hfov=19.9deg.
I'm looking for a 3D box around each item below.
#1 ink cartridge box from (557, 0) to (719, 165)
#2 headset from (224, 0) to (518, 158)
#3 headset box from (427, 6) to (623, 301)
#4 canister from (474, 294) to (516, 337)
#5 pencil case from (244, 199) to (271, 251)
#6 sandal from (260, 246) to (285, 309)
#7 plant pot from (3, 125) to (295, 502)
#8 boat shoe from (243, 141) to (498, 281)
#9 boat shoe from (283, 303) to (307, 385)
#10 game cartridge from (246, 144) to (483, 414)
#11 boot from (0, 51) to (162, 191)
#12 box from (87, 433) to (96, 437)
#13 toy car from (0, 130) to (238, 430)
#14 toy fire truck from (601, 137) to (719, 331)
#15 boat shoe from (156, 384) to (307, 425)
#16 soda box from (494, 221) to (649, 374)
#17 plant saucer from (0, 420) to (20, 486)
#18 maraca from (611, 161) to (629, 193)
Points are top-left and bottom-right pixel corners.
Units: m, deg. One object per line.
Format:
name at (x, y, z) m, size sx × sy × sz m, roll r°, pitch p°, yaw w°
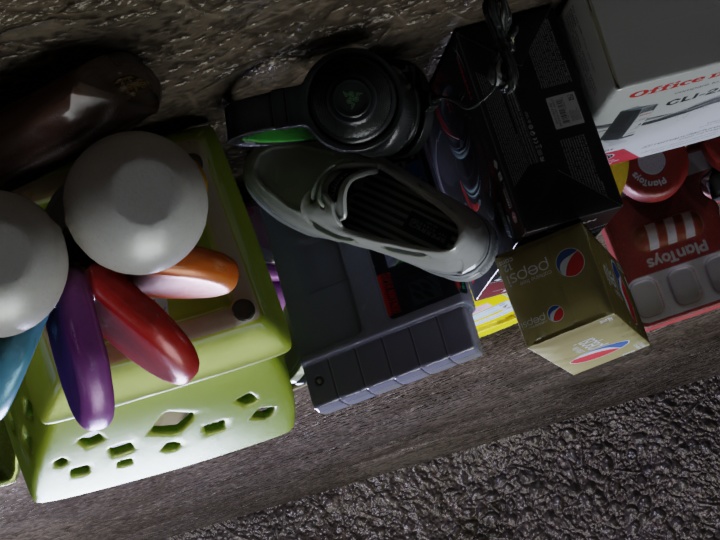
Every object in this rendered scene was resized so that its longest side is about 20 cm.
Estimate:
ink cartridge box at (0.206, -0.145, 1.428) m, size 0.144 × 0.084 × 0.200 m, roll -15°, pitch 167°, yaw -11°
headset at (0.006, -0.121, 1.331) m, size 0.199 × 0.094 × 0.123 m, roll -7°, pitch 178°, yaw 22°
headset box at (0.104, -0.074, 1.441) m, size 0.075 × 0.149 × 0.200 m, roll -15°, pitch 168°, yaw -12°
canister at (0.088, 0.007, 1.929) m, size 0.148 × 0.087 × 0.200 m, roll -22°, pitch 166°, yaw 14°
pencil case at (-0.092, -0.009, 1.592) m, size 0.199 × 0.088 × 0.087 m, roll -18°, pitch 168°, yaw 1°
sandal at (-0.103, 0.017, 1.529) m, size 0.202 × 0.050 × 0.083 m, roll 4°, pitch 119°, yaw -11°
plant pot at (-0.157, 0.021, 1.389) m, size 0.199 × 0.200 × 0.182 m, roll -16°, pitch 161°, yaw -12°
boat shoe at (0.000, -0.053, 1.391) m, size 0.200 × 0.074 × 0.067 m, roll 18°, pitch 173°, yaw 25°
boat shoe at (-0.001, 0.000, 1.507) m, size 0.066 × 0.200 × 0.074 m, roll 29°, pitch 159°, yaw -28°
game cartridge at (0.002, -0.014, 1.435) m, size 0.129 × 0.201 × 0.038 m, roll -23°, pitch 158°, yaw 18°
boot at (-0.223, -0.070, 1.174) m, size 0.200 × 0.064 × 0.186 m, roll -20°, pitch -179°, yaw 24°
box at (-0.184, 0.074, 1.729) m, size 0.199 × 0.124 × 0.198 m, roll -10°, pitch 164°, yaw -27°
toy car at (-0.166, 0.017, 1.205) m, size 0.200 × 0.150 × 0.175 m, roll -24°, pitch 179°, yaw -16°
toy fire truck at (0.305, -0.047, 1.808) m, size 0.199 × 0.168 × 0.112 m, roll -17°, pitch 168°, yaw -7°
boat shoe at (-0.098, 0.087, 1.598) m, size 0.200 × 0.063 × 0.073 m, roll -23°, pitch 139°, yaw -22°
soda box at (0.150, 0.023, 1.418) m, size 0.064 × 0.068 × 0.200 m, roll -22°, pitch 167°, yaw 11°
plant saucer at (-0.355, 0.090, 1.548) m, size 0.199 × 0.048 × 0.200 m, roll -12°, pitch 127°, yaw -30°
maraca at (0.142, -0.067, 1.622) m, size 0.137 × 0.107 × 0.200 m, roll -13°, pitch 167°, yaw -15°
